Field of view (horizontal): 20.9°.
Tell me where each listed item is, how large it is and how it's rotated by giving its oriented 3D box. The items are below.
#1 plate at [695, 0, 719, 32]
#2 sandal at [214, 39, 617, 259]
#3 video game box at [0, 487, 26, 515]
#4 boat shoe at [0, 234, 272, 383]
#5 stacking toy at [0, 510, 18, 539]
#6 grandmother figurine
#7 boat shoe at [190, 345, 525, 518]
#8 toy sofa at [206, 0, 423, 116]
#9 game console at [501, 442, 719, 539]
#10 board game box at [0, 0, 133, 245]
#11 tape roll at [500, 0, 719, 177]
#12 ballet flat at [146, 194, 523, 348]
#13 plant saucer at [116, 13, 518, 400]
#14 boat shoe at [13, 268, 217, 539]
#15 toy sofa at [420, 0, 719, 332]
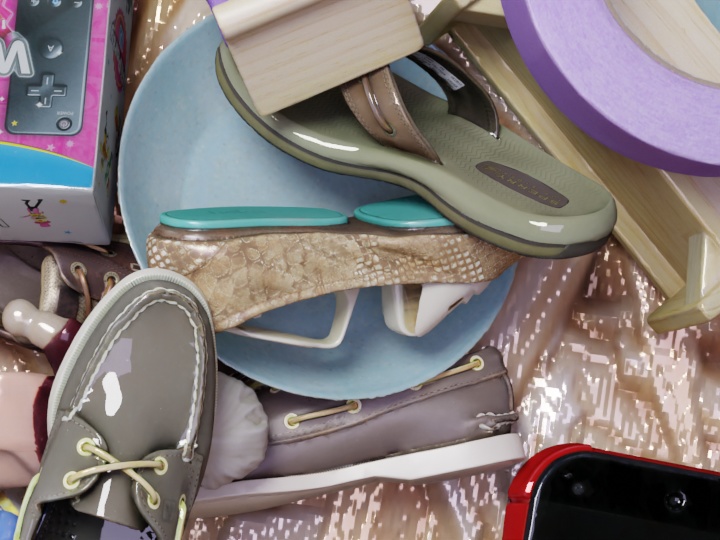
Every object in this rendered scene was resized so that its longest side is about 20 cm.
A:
[{"bbox_3d":[0.238,-0.119,0.932,0.200,0.026,0.201,4,118,8],"label":"plate"},{"bbox_3d":[0.028,-0.071,0.872,0.201,0.080,0.057,26,129,20],"label":"sandal"},{"bbox_3d":[-0.192,0.234,0.939,0.200,0.047,0.182,-38,91,-1],"label":"video game box"},{"bbox_3d":[-0.140,0.015,0.920,0.200,0.072,0.072,22,113,-2],"label":"boat shoe"},{"bbox_3d":[-0.191,0.116,0.851,0.085,0.085,0.200,-42,108,-2],"label":"stacking toy"},{"bbox_3d":[-0.140,0.069,0.889,0.200,0.061,0.122,1,121,11],"label":"grandmother figurine"},{"bbox_3d":[-0.024,0.079,0.933,0.200,0.072,0.060,-9,80,0],"label":"boat shoe"},{"bbox_3d":[-0.047,-0.174,0.874,0.083,0.098,0.200,-23,48,-1],"label":"toy sofa"},{"bbox_3d":[0.159,0.181,0.927,0.200,0.031,0.177,11,79,-9],"label":"game console"},{"bbox_3d":[-0.183,-0.115,0.904,0.147,0.064,0.200,1,68,0],"label":"board game box"},{"bbox_3d":[0.160,-0.142,0.840,0.200,0.066,0.201,0,89,-1],"label":"tape roll"},{"bbox_3d":[0.000,0.000,0.880,0.200,0.070,0.065,-5,102,-19],"label":"ballet flat"},{"bbox_3d":[-0.021,-0.032,0.929,0.201,0.039,0.201,6,72,-18],"label":"plant saucer"},{"bbox_3d":[-0.103,0.099,0.803,0.072,0.060,0.202,18,92,-12],"label":"boat shoe"},{"bbox_3d":[0.128,-0.075,0.923,0.098,0.083,0.200,-40,91,-12],"label":"toy sofa"}]
